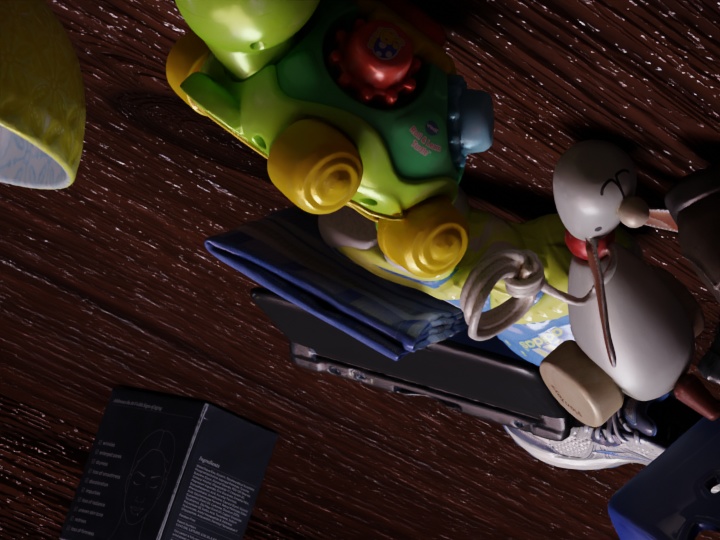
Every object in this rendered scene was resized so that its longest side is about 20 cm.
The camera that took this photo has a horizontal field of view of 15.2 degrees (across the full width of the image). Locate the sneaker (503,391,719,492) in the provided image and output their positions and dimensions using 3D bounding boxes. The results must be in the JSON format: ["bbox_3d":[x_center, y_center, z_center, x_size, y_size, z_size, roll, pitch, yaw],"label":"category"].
[{"bbox_3d":[0.202,0.109,2.019,0.200,0.077,0.085,10,158,11],"label":"sneaker"}]

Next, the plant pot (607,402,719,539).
[{"bbox_3d":[0.289,0.171,1.508,0.180,0.200,0.200,38,162,53],"label":"plant pot"}]

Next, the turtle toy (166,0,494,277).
[{"bbox_3d":[-0.017,-0.090,1.234,0.200,0.101,0.146,31,-172,-42],"label":"turtle toy"}]

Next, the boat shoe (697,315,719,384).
[{"bbox_3d":[0.269,0.085,1.655,0.074,0.066,0.199,35,177,43],"label":"boat shoe"}]

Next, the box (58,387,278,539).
[{"bbox_3d":[-0.227,0.255,3.177,0.124,0.197,0.200,25,168,-37],"label":"box"}]

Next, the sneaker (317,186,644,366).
[{"bbox_3d":[0.071,0.010,1.592,0.200,0.076,0.105,14,139,21],"label":"sneaker"}]

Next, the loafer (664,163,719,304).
[{"bbox_3d":[0.216,0.014,1.385,0.073,0.071,0.200,-22,147,28],"label":"loafer"}]

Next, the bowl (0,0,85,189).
[{"bbox_3d":[-0.224,-0.128,1.399,0.200,0.108,0.200,19,170,4],"label":"bowl"}]

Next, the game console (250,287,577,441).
[{"bbox_3d":[0.054,0.027,1.756,0.200,0.176,0.116,16,133,19],"label":"game console"}]

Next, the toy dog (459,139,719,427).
[{"bbox_3d":[0.149,0.021,1.439,0.096,0.132,0.200,35,179,30],"label":"toy dog"}]

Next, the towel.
[{"bbox_3d":[0.000,0.000,1.655,0.147,0.024,0.200,29,-164,13],"label":"towel"}]
